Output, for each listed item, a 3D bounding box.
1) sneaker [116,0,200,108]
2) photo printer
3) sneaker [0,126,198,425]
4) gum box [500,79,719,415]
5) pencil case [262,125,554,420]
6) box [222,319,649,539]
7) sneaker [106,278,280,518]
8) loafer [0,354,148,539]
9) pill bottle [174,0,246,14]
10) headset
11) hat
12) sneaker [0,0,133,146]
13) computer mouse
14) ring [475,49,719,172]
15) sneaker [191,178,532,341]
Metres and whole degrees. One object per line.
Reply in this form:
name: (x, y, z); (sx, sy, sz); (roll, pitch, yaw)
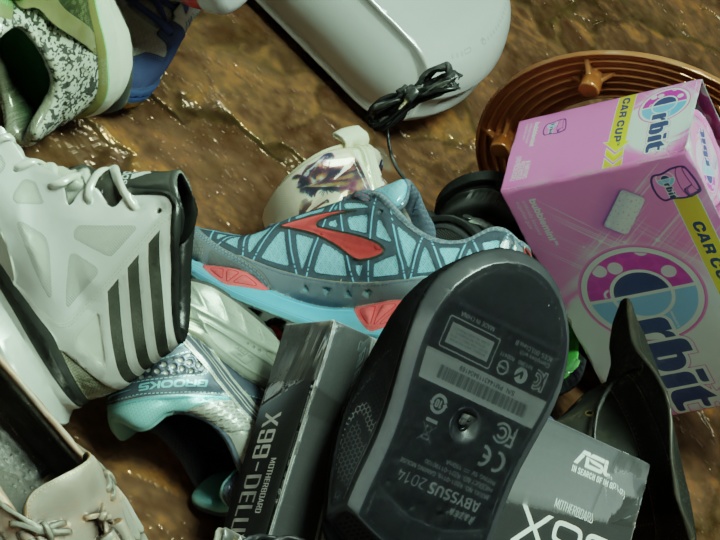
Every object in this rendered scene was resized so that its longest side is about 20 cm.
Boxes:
sneaker: (-0.111, -0.169, 1.338); (0.075, 0.088, 0.200); (38, 35, -15)
photo printer: (0.003, -0.186, 1.497); (0.200, 0.069, 0.166); (45, 33, -1)
sneaker: (-0.142, -0.041, 1.104); (0.201, 0.115, 0.076); (61, 6, -3)
gum box: (0.174, -0.003, 1.386); (0.200, 0.113, 0.066); (60, 32, -33)
pencil case: (0.021, 0.022, 1.269); (0.078, 0.089, 0.200); (6, 46, -51)
box: (0.032, 0.132, 1.140); (0.199, 0.050, 0.159); (26, 73, -28)
sneaker: (-0.042, 0.092, 1.168); (0.200, 0.078, 0.087); (33, 55, -19)
loafer: (-0.147, 0.089, 1.044); (0.200, 0.063, 0.072); (46, 32, 0)
pill bottle: (-0.143, -0.216, 1.266); (0.199, 0.114, 0.114); (19, 31, 12)
headset: (0.073, -0.019, 1.376); (0.200, 0.094, 0.124); (54, 32, -9)
hat: (0.126, 0.115, 1.293); (0.201, 0.080, 0.202); (168, -90, -89)
sneaker: (-0.170, -0.149, 1.193); (0.089, 0.076, 0.201); (-58, 138, -50)
computer mouse: (0.022, 0.080, 1.083); (0.138, 0.201, 0.053); (31, -8, -28)
ring: (0.162, -0.052, 1.422); (0.200, 0.200, 0.019); (35, 51, -16)
sneaker: (0.000, 0.000, 1.208); (0.096, 0.199, 0.079); (-68, 154, -15)
